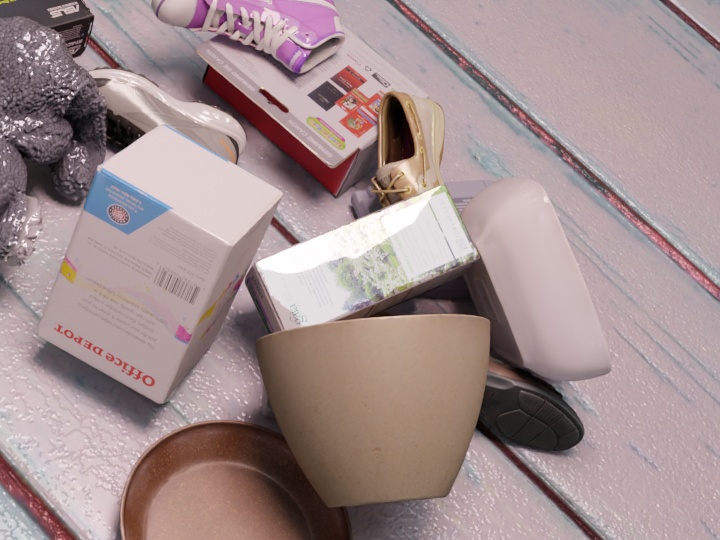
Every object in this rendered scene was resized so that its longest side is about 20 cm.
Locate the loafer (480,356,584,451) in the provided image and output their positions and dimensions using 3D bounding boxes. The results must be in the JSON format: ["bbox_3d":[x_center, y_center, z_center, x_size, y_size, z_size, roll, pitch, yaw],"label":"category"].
[{"bbox_3d":[0.131,0.108,1.292,0.200,0.072,0.063,26,38,-23],"label":"loafer"}]

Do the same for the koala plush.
[{"bbox_3d":[-0.332,-0.106,1.201,0.177,0.184,0.200,26,59,-4],"label":"koala plush"}]

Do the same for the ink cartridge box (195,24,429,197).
[{"bbox_3d":[-0.061,-0.184,1.440,0.200,0.084,0.176,41,49,10],"label":"ink cartridge box"}]

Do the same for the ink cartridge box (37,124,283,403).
[{"bbox_3d":[-0.177,0.003,1.166,0.128,0.200,0.125,30,29,3],"label":"ink cartridge box"}]

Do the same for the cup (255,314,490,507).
[{"bbox_3d":[0.017,0.122,1.133,0.200,0.200,0.144,-1,78,-26],"label":"cup"}]

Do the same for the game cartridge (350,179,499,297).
[{"bbox_3d":[0.099,-0.034,1.430,0.200,0.041,0.134,-5,52,-28],"label":"game cartridge"}]

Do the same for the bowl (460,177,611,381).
[{"bbox_3d":[0.153,0.016,1.301,0.074,0.200,0.200,-24,97,-6],"label":"bowl"}]

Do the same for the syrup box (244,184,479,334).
[{"bbox_3d":[0.000,0.000,1.246,0.200,0.081,0.079,-23,82,-14],"label":"syrup box"}]

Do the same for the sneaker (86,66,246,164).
[{"bbox_3d":[-0.212,-0.139,1.341,0.200,0.074,0.079,18,53,-12],"label":"sneaker"}]

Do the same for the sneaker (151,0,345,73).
[{"bbox_3d":[-0.105,-0.252,1.373,0.200,0.073,0.114,-10,61,-29],"label":"sneaker"}]

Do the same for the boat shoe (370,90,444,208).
[{"bbox_3d":[0.043,-0.089,1.355,0.066,0.074,0.200,21,55,-36],"label":"boat shoe"}]

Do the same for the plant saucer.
[{"bbox_3d":[-0.105,0.219,1.124,0.200,0.037,0.201,14,48,-16],"label":"plant saucer"}]

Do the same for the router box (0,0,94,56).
[{"bbox_3d":[-0.393,-0.265,1.359,0.200,0.062,0.150,-27,69,-39],"label":"router box"}]

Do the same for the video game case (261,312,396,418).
[{"bbox_3d":[0.006,0.096,1.291,0.199,0.017,0.143,14,49,-16],"label":"video game case"}]
